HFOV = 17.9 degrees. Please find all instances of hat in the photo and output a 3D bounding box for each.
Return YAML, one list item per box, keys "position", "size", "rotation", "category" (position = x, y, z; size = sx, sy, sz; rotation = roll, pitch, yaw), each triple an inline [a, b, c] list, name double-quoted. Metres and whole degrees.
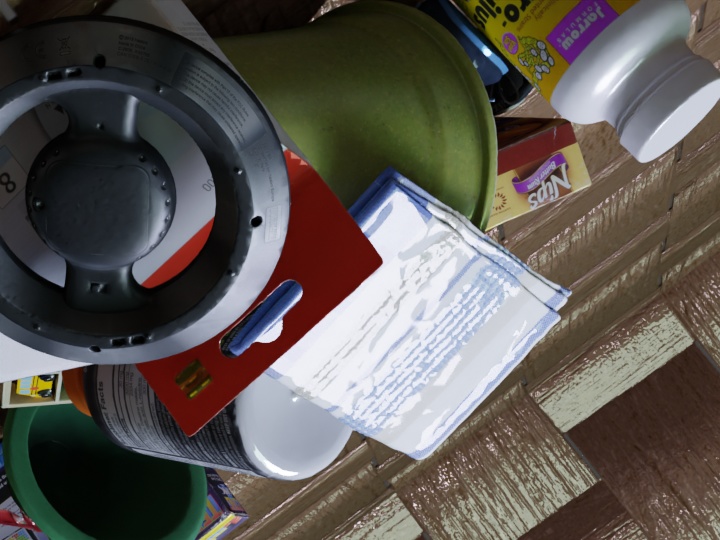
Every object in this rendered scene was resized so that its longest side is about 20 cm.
- position: [-0.245, 0.177, 1.781]
  size: [0.176, 0.200, 0.166]
  rotation: [-39, -162, 45]
  category: "hat"

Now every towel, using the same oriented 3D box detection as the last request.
- position: [0.027, 0.030, 1.363]
  size: [0.147, 0.024, 0.200]
  rotation: [-48, 138, 8]
  category: "towel"

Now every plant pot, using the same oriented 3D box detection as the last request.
- position: [-0.052, -0.065, 1.363]
  size: [0.184, 0.201, 0.200]
  rotation: [-3, 146, -49]
  category: "plant pot"

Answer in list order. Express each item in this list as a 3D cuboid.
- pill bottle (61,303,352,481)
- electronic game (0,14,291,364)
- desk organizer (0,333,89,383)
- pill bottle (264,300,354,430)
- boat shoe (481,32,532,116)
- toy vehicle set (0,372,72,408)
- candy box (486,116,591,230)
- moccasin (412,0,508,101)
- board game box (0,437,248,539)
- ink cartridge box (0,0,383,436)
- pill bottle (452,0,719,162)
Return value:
- position: [-0.102, 0.068, 1.440]
  size: [0.106, 0.106, 0.200]
  rotation: [-27, -158, -39]
  category: "pill bottle"
- position: [-0.136, -0.039, 1.205]
  size: [0.200, 0.200, 0.042]
  rotation: [-42, -161, 20]
  category: "electronic game"
- position: [-0.238, 0.022, 1.364]
  size: [0.200, 0.077, 0.072]
  rotation: [-11, 121, -31]
  category: "desk organizer"
- position: [0.000, 0.000, 1.525]
  size: [0.116, 0.116, 0.200]
  rotation: [72, 31, -77]
  category: "pill bottle"
- position: [0.079, -0.138, 1.673]
  size: [0.062, 0.075, 0.200]
  rotation: [-47, 170, 31]
  category: "boat shoe"
- position: [-0.185, 0.046, 1.587]
  size: [0.124, 0.027, 0.200]
  rotation: [-4, 158, -12]
  category: "toy vehicle set"
- position: [0.074, -0.071, 1.709]
  size: [0.117, 0.057, 0.200]
  rotation: [-23, -170, -17]
  category: "candy box"
- position: [0.048, -0.132, 1.494]
  size: [0.068, 0.080, 0.200]
  rotation: [-41, -176, 0]
  category: "moccasin"
- position: [-0.217, 0.190, 1.823]
  size: [0.200, 0.165, 0.057]
  rotation: [-37, 167, 5]
  category: "board game box"
- position: [-0.109, -0.031, 1.247]
  size: [0.160, 0.200, 0.047]
  rotation: [-42, 169, 19]
  category: "ink cartridge box"
- position: [0.132, -0.163, 1.414]
  size: [0.104, 0.200, 0.104]
  rotation: [-39, 165, -12]
  category: "pill bottle"
